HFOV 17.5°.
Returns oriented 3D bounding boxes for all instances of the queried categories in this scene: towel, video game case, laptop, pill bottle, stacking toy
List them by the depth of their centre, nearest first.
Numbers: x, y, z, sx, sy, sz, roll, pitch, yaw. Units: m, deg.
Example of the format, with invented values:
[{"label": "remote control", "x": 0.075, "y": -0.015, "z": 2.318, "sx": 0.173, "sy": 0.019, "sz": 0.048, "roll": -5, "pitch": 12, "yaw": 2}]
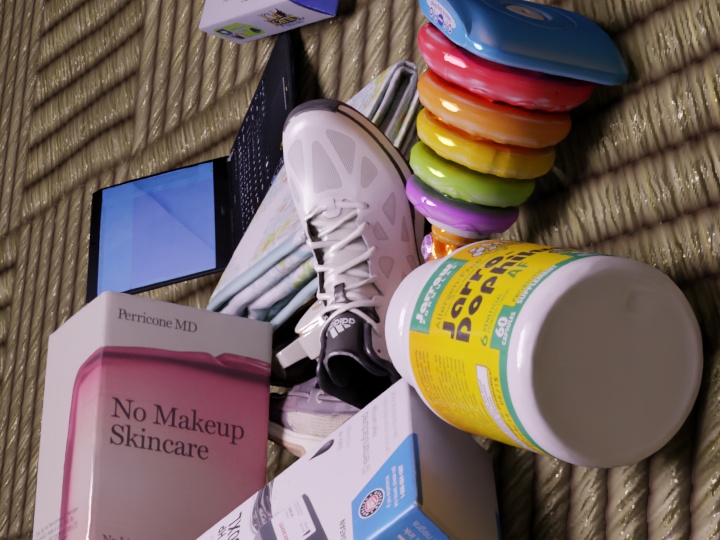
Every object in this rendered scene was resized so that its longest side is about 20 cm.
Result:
[{"label": "pill bottle", "x": 0.092, "y": 0.041, "z": 1.288, "sx": 0.200, "sy": 0.113, "sz": 0.113, "roll": -168, "pitch": 89, "yaw": -66}, {"label": "stacking toy", "x": 0.068, "y": -0.062, "z": 1.394, "sx": 0.116, "sy": 0.110, "sz": 0.200, "roll": -127, "pitch": 50, "yaw": -59}, {"label": "towel", "x": -0.027, "y": -0.042, "z": 1.602, "sx": 0.200, "sy": 0.048, "sz": 0.171, "roll": -35, "pitch": 22, "yaw": 57}, {"label": "laptop", "x": -0.129, "y": -0.084, "z": 1.803, "sx": 0.177, "sy": 0.103, "sz": 0.200, "roll": -98, "pitch": 29, "yaw": -58}, {"label": "video game case", "x": -0.053, "y": -0.285, "z": 1.810, "sx": 0.181, "sy": 0.045, "sz": 0.200, "roll": -4, "pitch": 72, "yaw": 64}]

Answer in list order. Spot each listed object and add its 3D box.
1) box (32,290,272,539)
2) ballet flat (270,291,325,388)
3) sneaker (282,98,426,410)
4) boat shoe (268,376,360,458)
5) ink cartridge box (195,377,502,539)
[{"label": "box", "x": -0.138, "y": 0.131, "z": 1.558, "sx": 0.109, "sy": 0.128, "sz": 0.200, "roll": -34, "pitch": 49, "yaw": 57}, {"label": "ballet flat", "x": -0.022, "y": 0.041, "z": 1.577, "sx": 0.068, "sy": 0.072, "sz": 0.200, "roll": 59, "pitch": 150, "yaw": -2}, {"label": "sneaker", "x": 0.001, "y": 0.000, "z": 1.420, "sx": 0.115, "sy": 0.076, "sz": 0.201, "roll": -63, "pitch": -47, "yaw": -63}, {"label": "boat shoe", "x": -0.016, "y": 0.100, "z": 1.558, "sx": 0.065, "sy": 0.072, "sz": 0.200, "roll": -67, "pitch": 17, "yaw": -4}, {"label": "ink cartridge box", "x": -0.018, "y": 0.179, "z": 1.376, "sx": 0.200, "sy": 0.084, "sz": 0.145, "roll": -39, "pitch": 22, "yaw": 17}]
